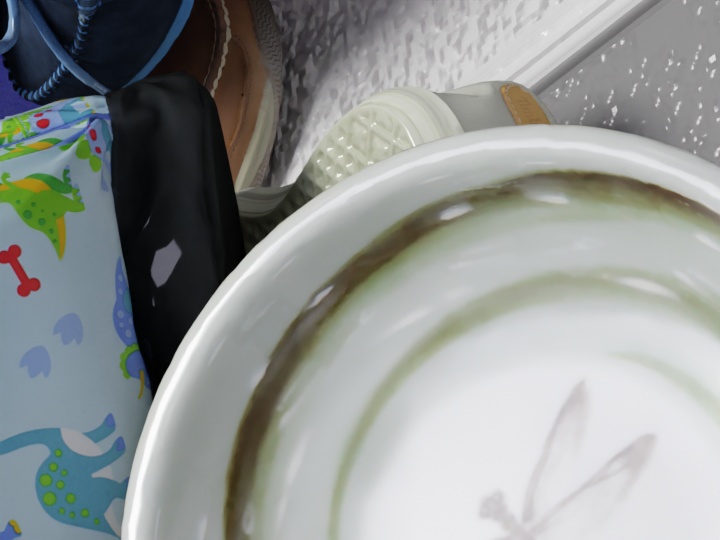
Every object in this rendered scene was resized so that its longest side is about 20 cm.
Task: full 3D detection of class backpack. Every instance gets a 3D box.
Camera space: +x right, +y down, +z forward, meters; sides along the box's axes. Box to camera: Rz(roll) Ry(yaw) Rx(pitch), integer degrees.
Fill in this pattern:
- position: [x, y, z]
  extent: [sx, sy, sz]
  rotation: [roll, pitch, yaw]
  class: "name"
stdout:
- position: [-0.126, 0.041, 0.742]
  extent: [0.154, 0.200, 0.163]
  rotation: [-50, -49, -88]
  class: "backpack"

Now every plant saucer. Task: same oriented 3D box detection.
- position: [0.042, 0.068, 0.679]
  extent: [0.200, 0.050, 0.201]
  rotation: [-5, 76, 22]
  class: "plant saucer"

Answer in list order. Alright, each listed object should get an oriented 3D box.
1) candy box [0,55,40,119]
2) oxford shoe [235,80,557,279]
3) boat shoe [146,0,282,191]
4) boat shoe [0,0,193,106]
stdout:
- position: [-0.206, -0.070, 1.007]
  extent: [0.200, 0.169, 0.077]
  rotation: [6, 86, 55]
  class: "candy box"
- position: [0.000, 0.000, 0.801]
  extent: [0.200, 0.058, 0.075]
  rotation: [-38, 69, 59]
  class: "oxford shoe"
- position: [-0.094, -0.015, 0.916]
  extent: [0.200, 0.072, 0.076]
  rotation: [-54, 40, 28]
  class: "boat shoe"
- position: [-0.083, -0.113, 0.798]
  extent: [0.084, 0.069, 0.200]
  rotation: [59, 149, 24]
  class: "boat shoe"
